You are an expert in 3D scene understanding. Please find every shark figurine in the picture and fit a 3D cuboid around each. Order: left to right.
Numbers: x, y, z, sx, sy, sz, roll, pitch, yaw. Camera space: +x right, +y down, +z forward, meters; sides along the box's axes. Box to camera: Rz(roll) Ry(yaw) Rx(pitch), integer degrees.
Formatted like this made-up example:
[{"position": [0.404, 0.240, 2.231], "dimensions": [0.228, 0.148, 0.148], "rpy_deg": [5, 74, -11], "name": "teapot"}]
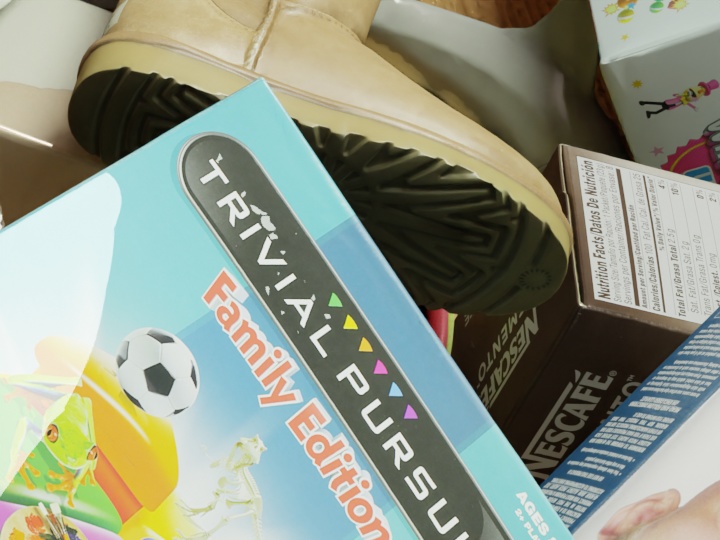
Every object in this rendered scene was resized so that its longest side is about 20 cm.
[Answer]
[{"position": [0.047, -0.086, 0.947], "dimensions": [0.214, 0.090, 0.128], "rpy_deg": [34, 41, 4], "name": "shark figurine"}]

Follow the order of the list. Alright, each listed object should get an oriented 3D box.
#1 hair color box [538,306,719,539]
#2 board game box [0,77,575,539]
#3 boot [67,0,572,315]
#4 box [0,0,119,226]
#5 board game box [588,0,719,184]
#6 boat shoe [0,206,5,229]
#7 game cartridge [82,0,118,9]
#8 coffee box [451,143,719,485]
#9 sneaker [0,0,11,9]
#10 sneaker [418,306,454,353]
[{"position": [0.119, 0.080, 0.744], "dimensions": [0.200, 0.060, 0.100], "rpy_deg": [-43, 101, -11], "name": "hair color box"}, {"position": [-0.056, 0.062, 0.568], "dimensions": [0.200, 0.047, 0.151], "rpy_deg": [-35, 91, -40], "name": "board game box"}, {"position": [0.004, -0.099, 0.799], "dimensions": [0.174, 0.066, 0.201], "rpy_deg": [25, 49, -11], "name": "boot"}, {"position": [-0.138, -0.046, 0.805], "dimensions": [0.199, 0.095, 0.078], "rpy_deg": [19, 43, -8], "name": "box"}, {"position": [0.128, -0.111, 0.964], "dimensions": [0.064, 0.148, 0.201], "rpy_deg": [-17, 46, 11], "name": "board game box"}, {"position": [-0.135, 0.032, 0.609], "dimensions": [0.072, 0.072, 0.201], "rpy_deg": [35, 45, -12], "name": "boat shoe"}, {"position": [-0.047, -0.160, 0.933], "dimensions": [0.199, 0.134, 0.042], "rpy_deg": [-1, 41, -29], "name": "game cartridge"}, {"position": [0.141, 0.041, 0.851], "dimensions": [0.199, 0.115, 0.080], "rpy_deg": [13, 45, -15], "name": "coffee box"}, {"position": [-0.125, -0.162, 0.813], "dimensions": [0.115, 0.074, 0.201], "rpy_deg": [24, 49, -6], "name": "sneaker"}, {"position": [0.000, 0.000, 0.833], "dimensions": [0.078, 0.091, 0.201], "rpy_deg": [9, 44, -18], "name": "sneaker"}]
